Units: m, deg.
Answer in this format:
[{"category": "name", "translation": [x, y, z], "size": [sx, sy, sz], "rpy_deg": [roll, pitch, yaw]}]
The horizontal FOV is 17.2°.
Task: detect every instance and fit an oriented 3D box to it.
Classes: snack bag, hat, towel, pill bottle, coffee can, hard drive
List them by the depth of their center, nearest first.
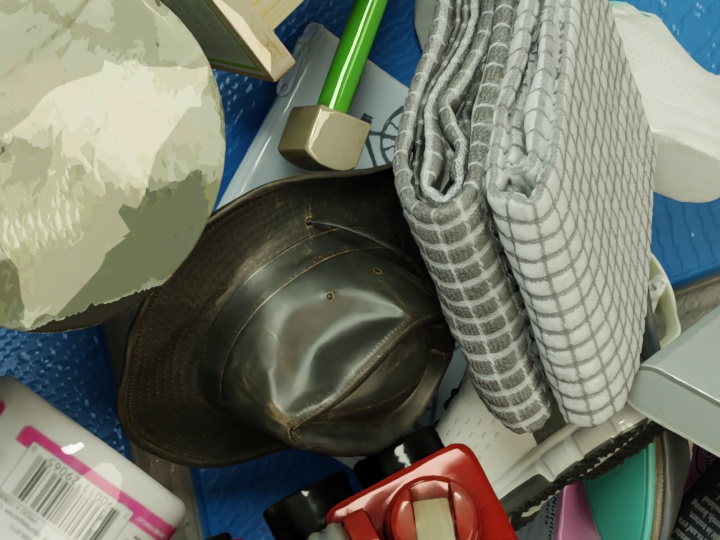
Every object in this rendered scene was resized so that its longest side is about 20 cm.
[{"category": "coffee can", "translation": [-0.165, -0.067, 1.020], "size": [0.146, 0.200, 0.147], "rpy_deg": [-8, 106, -27]}, {"category": "pill bottle", "translation": [-0.182, 0.160, 1.120], "size": [0.113, 0.113, 0.200], "rpy_deg": [40, 82, -31]}, {"category": "towel", "translation": [0.077, -0.047, 1.121], "size": [0.166, 0.085, 0.201], "rpy_deg": [65, 25, -43]}, {"category": "hat", "translation": [-0.014, 0.043, 1.124], "size": [0.200, 0.081, 0.201], "rpy_deg": [-27, 144, -22]}, {"category": "hard drive", "translation": [0.223, 0.064, 1.203], "size": [0.200, 0.132, 0.026], "rpy_deg": [-24, 140, -64]}, {"category": "snack bag", "translation": [0.000, 0.000, 1.229], "size": [0.200, 0.021, 0.189], "rpy_deg": [30, 86, -32]}]

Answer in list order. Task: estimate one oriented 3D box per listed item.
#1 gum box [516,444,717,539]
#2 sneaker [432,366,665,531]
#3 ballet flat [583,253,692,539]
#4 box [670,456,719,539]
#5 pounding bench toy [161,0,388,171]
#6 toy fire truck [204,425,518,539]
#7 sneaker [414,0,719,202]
[{"category": "gum box", "translation": [0.137, 0.162, 1.330], "size": [0.113, 0.066, 0.201], "rpy_deg": [-1, 103, -29]}, {"category": "sneaker", "translation": [0.062, 0.095, 1.219], "size": [0.200, 0.080, 0.074], "rpy_deg": [-36, 162, 20]}, {"category": "ballet flat", "translation": [0.144, 0.054, 1.244], "size": [0.073, 0.073, 0.201], "rpy_deg": [-14, 89, -26]}, {"category": "box", "translation": [0.235, 0.214, 1.273], "size": [0.198, 0.123, 0.200], "rpy_deg": [-48, 125, 0]}, {"category": "pounding bench toy", "translation": [-0.024, -0.164, 1.110], "size": [0.156, 0.124, 0.200], "rpy_deg": [-44, 114, -13]}, {"category": "toy fire truck", "translation": [-0.006, 0.154, 1.080], "size": [0.175, 0.200, 0.129], "rpy_deg": [-26, 81, -4]}, {"category": "sneaker", "translation": [0.118, -0.115, 1.257], "size": [0.199, 0.075, 0.089], "rpy_deg": [28, 56, -20]}]
